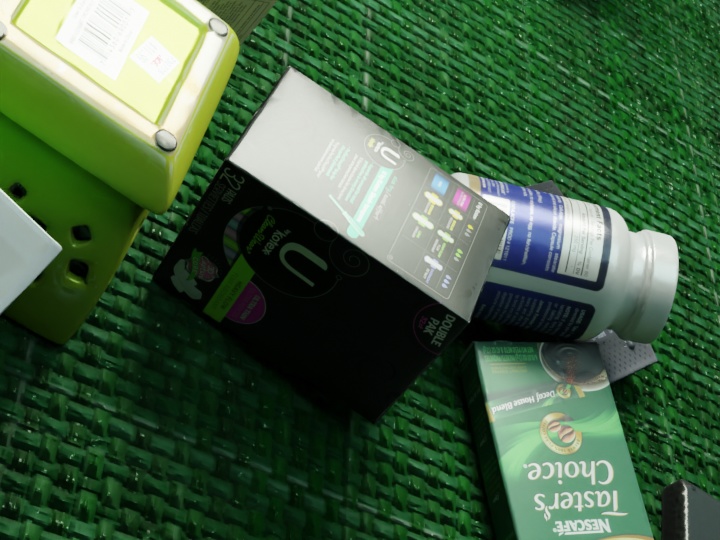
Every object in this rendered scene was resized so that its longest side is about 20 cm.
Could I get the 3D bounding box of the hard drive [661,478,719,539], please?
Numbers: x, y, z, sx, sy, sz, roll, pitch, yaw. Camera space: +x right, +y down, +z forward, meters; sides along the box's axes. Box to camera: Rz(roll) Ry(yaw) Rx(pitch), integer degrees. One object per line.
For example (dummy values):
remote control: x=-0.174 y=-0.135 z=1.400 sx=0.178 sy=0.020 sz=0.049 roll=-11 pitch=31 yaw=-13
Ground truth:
hard drive: x=0.349 y=0.289 z=1.182 sx=0.199 sy=0.033 sz=0.140 roll=32 pitch=44 yaw=-20

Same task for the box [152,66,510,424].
box: x=-0.020 y=-0.016 z=0.967 sx=0.199 sy=0.149 sz=0.125 roll=34 pitch=45 yaw=-7

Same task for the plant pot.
plant pot: x=-0.202 y=-0.108 z=0.865 sx=0.198 sy=0.181 sz=0.201 roll=35 pitch=43 yaw=-18

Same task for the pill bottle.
pill bottle: x=0.157 y=-0.005 z=1.117 sx=0.198 sy=0.116 sz=0.116 roll=13 pitch=48 yaw=-5

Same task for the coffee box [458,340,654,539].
coffee box: x=0.158 y=0.153 z=1.075 sx=0.122 sy=0.044 sz=0.201 roll=2 pitch=58 yaw=-18

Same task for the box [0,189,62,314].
box: x=-0.298 y=-0.013 z=0.715 sx=0.200 sy=0.097 sz=0.177 roll=46 pitch=69 yaw=-11

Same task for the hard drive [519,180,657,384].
hard drive: x=0.183 y=0.017 z=1.228 sx=0.134 sy=0.042 sz=0.201 roll=-15 pitch=72 yaw=-47

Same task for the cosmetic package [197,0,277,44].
cosmetic package: x=-0.175 y=-0.223 z=1.037 sx=0.199 sy=0.103 sz=0.074 roll=2 pitch=58 yaw=-43
